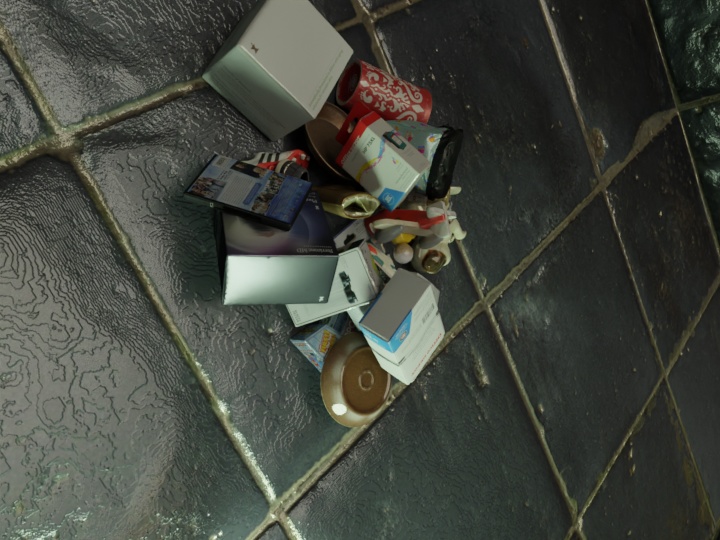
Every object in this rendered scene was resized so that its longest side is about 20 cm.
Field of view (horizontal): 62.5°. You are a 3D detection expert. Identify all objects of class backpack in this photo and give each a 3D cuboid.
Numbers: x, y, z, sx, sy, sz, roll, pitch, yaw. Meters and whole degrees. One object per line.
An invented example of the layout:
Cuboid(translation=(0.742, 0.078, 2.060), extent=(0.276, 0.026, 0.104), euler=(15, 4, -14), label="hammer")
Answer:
Cuboid(translation=(0.106, -0.254, 1.279), extent=(0.126, 0.197, 0.169), euler=(-11, 120, -70), label="backpack")

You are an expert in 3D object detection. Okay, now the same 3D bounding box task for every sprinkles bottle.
Cuboid(translation=(0.109, -0.194, 1.374), extent=(0.068, 0.196, 0.070), euler=(7, 90, -81), label="sprinkles bottle")

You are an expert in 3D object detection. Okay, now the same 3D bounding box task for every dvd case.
Cuboid(translation=(-0.199, -0.144, 1.072), extent=(0.197, 0.018, 0.144), euler=(17, 42, 2), label="dvd case")

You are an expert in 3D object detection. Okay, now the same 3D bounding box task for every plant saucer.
Cuboid(translation=(0.004, 0.233, 1.268), extent=(0.198, 0.036, 0.204), euler=(4, 83, -40), label="plant saucer")
Cuboid(translation=(-0.055, -0.276, 1.302), extent=(0.199, 0.036, 0.203), euler=(30, 45, -35), label="plant saucer")

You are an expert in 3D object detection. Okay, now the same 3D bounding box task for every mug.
Cuboid(translation=(0.056, -0.385, 1.375), extent=(0.198, 0.134, 0.179), euler=(17, 41, -33), label="mug")

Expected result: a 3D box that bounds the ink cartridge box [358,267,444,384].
Cuboid(translation=(0.089, 0.117, 1.203), extent=(0.147, 0.085, 0.201), euler=(-52, 149, -19), label="ink cartridge box")

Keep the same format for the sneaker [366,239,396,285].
Cuboid(translation=(0.065, 0.012, 1.304), extent=(0.200, 0.070, 0.094), euler=(45, 38, -25), label="sneaker")

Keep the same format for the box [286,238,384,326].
Cuboid(translation=(-0.061, 0.027, 1.207), extent=(0.118, 0.197, 0.060), euler=(65, 21, -12), label="box")

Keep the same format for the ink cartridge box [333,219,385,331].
Cuboid(translation=(0.000, 0.000, 1.322), extent=(0.202, 0.043, 0.196), euler=(59, 37, -9), label="ink cartridge box")

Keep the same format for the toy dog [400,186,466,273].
Cuboid(translation=(0.167, -0.094, 1.448), extent=(0.191, 0.139, 0.204), euler=(-6, 90, -31), label="toy dog")

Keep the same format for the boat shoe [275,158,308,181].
Cuboid(translation=(-0.133, -0.122, 1.200), extent=(0.073, 0.062, 0.203), euler=(-40, 140, -47), label="boat shoe")

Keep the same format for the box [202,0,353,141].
Cuboid(translation=(-0.162, -0.412, 1.180), extent=(0.199, 0.170, 0.201), euler=(39, 63, -27), label="box")

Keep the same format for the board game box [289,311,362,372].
Cuboid(translation=(-0.047, 0.150, 1.295), extent=(0.199, 0.061, 0.202), euler=(36, 65, -32), label="board game box")

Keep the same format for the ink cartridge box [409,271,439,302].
Cuboid(translation=(0.135, 0.103, 1.440), extent=(0.200, 0.047, 0.163), euler=(32, 68, -64), label="ink cartridge box")

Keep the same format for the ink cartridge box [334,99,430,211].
Cuboid(translation=(0.030, -0.233, 1.205), extent=(0.200, 0.116, 0.067), euler=(42, 41, 3), label="ink cartridge box")

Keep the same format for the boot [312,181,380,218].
Cuboid(translation=(-0.028, -0.144, 1.246), extent=(0.173, 0.199, 0.067), euler=(-15, 108, -36), label="boot")

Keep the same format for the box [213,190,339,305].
Cuboid(translation=(-0.159, -0.048, 1.088), extent=(0.197, 0.124, 0.200), euler=(0, 43, -20), label="box")

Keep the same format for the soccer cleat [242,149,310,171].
Cuboid(translation=(-0.177, -0.217, 1.222), extent=(0.200, 0.084, 0.070), euler=(-35, 144, -54), label="soccer cleat")

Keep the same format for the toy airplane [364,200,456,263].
Cuboid(translation=(0.111, -0.084, 1.293), extent=(0.196, 0.199, 0.144), euler=(8, 92, -6), label="toy airplane")
